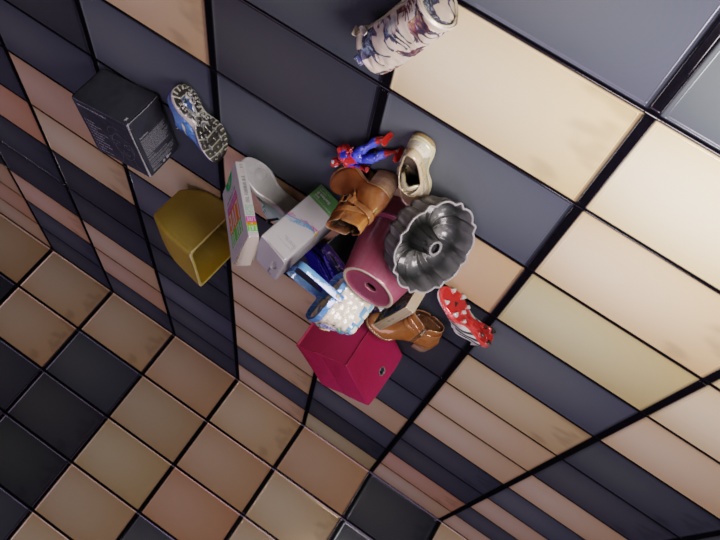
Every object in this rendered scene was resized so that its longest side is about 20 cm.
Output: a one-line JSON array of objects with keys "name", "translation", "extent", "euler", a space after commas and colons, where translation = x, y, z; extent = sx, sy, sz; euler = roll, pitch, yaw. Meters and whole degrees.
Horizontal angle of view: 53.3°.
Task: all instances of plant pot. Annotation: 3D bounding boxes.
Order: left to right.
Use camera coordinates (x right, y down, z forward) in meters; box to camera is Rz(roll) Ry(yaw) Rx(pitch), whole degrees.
[{"name": "plant pot", "translation": [-0.484, -0.118, 2.083], "extent": [0.199, 0.195, 0.196], "euler": [35, 155, 15]}, {"name": "plant pot", "translation": [0.061, -0.028, 1.543], "extent": [0.199, 0.180, 0.201], "euler": [29, 153, 16]}]

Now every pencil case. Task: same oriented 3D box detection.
[{"name": "pencil case", "translation": [0.066, -0.366, 1.080], "extent": [0.089, 0.079, 0.199], "euler": [25, 161, -25]}]

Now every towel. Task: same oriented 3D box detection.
[{"name": "towel", "translation": [-0.096, 0.010, 1.904], "extent": [0.147, 0.049, 0.201], "euler": [31, 151, 47]}]

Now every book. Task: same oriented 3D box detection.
[{"name": "book", "translation": [-0.277, -0.131, 1.670], "extent": [0.047, 0.202, 0.134], "euler": [-2, 152, -24]}]

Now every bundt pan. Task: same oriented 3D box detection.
[{"name": "bundt pan", "translation": [0.128, -0.060, 1.409], "extent": [0.076, 0.201, 0.203], "euler": [44, 167, 46]}]

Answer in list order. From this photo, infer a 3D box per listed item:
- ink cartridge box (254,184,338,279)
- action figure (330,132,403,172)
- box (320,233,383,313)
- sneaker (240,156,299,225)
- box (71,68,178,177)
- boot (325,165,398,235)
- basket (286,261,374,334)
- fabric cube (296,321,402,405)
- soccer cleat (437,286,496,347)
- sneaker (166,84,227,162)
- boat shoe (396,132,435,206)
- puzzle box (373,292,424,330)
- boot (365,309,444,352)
[{"name": "ink cartridge box", "translation": [-0.146, -0.087, 1.671], "extent": [0.087, 0.200, 0.145], "euler": [44, 156, 1]}, {"name": "action figure", "translation": [0.000, -0.230, 1.435], "extent": [0.065, 0.052, 0.199], "euler": [45, 156, -26]}, {"name": "box", "translation": [0.000, 0.000, 1.703], "extent": [0.201, 0.079, 0.141], "euler": [52, 171, -2]}, {"name": "sneaker", "translation": [-0.243, -0.189, 1.778], "extent": [0.201, 0.074, 0.118], "euler": [47, 152, -21]}, {"name": "box", "translation": [-0.605, -0.380, 1.856], "extent": [0.199, 0.124, 0.197], "euler": [28, 155, 19]}, {"name": "boot", "translation": [-0.024, -0.139, 1.489], "extent": [0.198, 0.156, 0.077], "euler": [13, 147, 41]}, {"name": "basket", "translation": [-0.077, 0.055, 1.631], "extent": [0.200, 0.139, 0.176], "euler": [43, 168, -6]}, {"name": "fabric cube", "translation": [-0.027, 0.228, 2.072], "extent": [0.198, 0.197, 0.200], "euler": [17, 147, 36]}, {"name": "soccer cleat", "translation": [0.236, 0.114, 1.694], "extent": [0.200, 0.069, 0.085], "euler": [43, 150, -23]}, {"name": "sneaker", "translation": [-0.390, -0.349, 1.710], "extent": [0.089, 0.078, 0.201], "euler": [11, 137, 54]}, {"name": "boat shoe", "translation": [0.097, -0.177, 1.375], "extent": [0.072, 0.065, 0.201], "euler": [30, 154, 12]}, {"name": "puzzle box", "translation": [0.107, 0.064, 1.695], "extent": [0.025, 0.134, 0.200], "euler": [38, 154, -8]}, {"name": "boot", "translation": [0.119, 0.138, 1.875], "extent": [0.198, 0.074, 0.155], "euler": [21, 154, -3]}]
